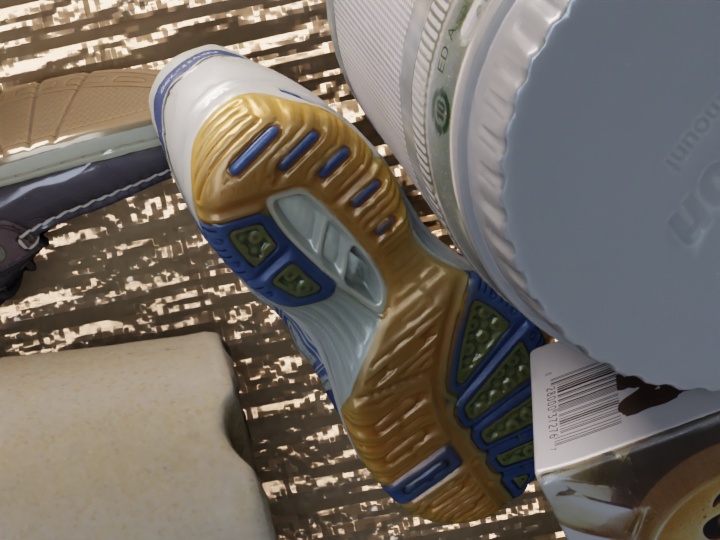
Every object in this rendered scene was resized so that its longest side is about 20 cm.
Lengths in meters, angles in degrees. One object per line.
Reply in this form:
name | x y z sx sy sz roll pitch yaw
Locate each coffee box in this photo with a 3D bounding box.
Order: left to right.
coffee box | 0.165 0.052 0.853 0.200 0.080 0.113 -21 116 13

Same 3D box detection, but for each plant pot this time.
plant pot | -0.117 0.106 0.916 0.183 0.200 0.201 -14 96 -3

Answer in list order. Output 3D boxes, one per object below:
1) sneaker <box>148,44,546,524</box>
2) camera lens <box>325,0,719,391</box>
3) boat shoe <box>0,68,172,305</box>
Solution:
sneaker | 0.000 0.000 0.926 0.075 0.088 0.200 -35 126 -3
camera lens | 0.083 -0.070 0.840 0.159 0.200 0.160 -5 114 -12
boat shoe | -0.142 -0.015 0.954 0.199 0.072 0.065 -18 111 2
